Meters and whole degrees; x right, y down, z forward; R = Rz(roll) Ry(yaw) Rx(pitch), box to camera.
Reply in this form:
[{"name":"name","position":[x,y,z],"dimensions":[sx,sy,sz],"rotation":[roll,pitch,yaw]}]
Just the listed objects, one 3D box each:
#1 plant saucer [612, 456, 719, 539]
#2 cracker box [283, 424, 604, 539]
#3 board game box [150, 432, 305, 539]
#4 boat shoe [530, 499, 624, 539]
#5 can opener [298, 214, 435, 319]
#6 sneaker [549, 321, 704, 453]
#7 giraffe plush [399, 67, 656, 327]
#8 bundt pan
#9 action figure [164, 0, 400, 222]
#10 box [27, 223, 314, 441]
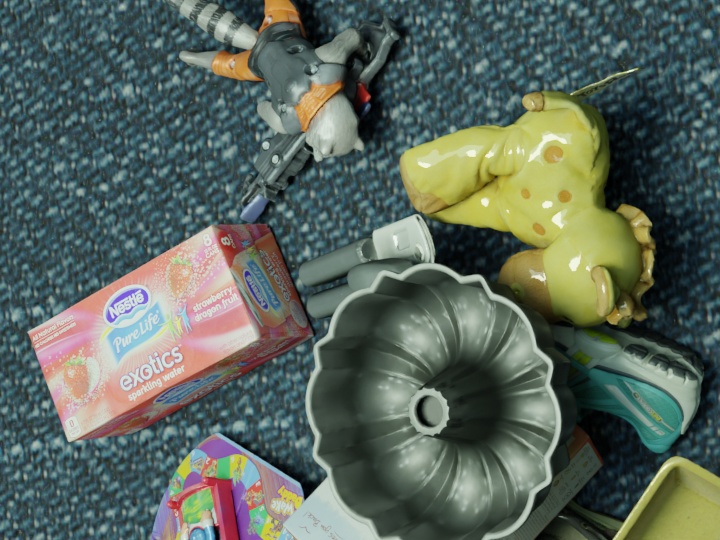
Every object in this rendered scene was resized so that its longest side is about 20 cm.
[{"name":"plant saucer","position":[0.244,0.244,1.504],"dimensions":[0.199,0.049,0.201],"rotation":[29,107,-9]},{"name":"cracker box","position":[0.060,0.163,1.564],"dimensions":[0.200,0.058,0.134],"rotation":[-45,58,-7]},{"name":"board game box","position":[-0.120,0.218,1.690],"dimensions":[0.199,0.039,0.159],"rotation":[26,98,49]},{"name":"boat shoe","position":[0.132,0.197,1.589],"dimensions":[0.199,0.065,0.074],"rotation":[14,97,27]},{"name":"can opener","position":[0.000,0.000,1.606],"dimensions":[0.200,0.066,0.053],"rotation":[-20,82,65]},{"name":"sneaker","position":[0.152,0.069,1.574],"dimensions":[0.199,0.077,0.080],"rotation":[26,111,25]},{"name":"giraffe plush","position":[0.141,-0.031,1.520],"dimensions":[0.199,0.172,0.163],"rotation":[-25,79,41]},{"name":"bundt pan","position":[0.065,0.095,1.484],"dimensions":[0.201,0.076,0.204],"rotation":[1,92,31]},{"name":"action figure","position":[-0.074,-0.140,1.673],"dimensions":[0.193,0.104,0.201],"rotation":[41,107,31]},{"name":"box","position":[-0.153,0.050,1.718],"dimensions":[0.199,0.094,0.103],"rotation":[-28,78,25]}]
